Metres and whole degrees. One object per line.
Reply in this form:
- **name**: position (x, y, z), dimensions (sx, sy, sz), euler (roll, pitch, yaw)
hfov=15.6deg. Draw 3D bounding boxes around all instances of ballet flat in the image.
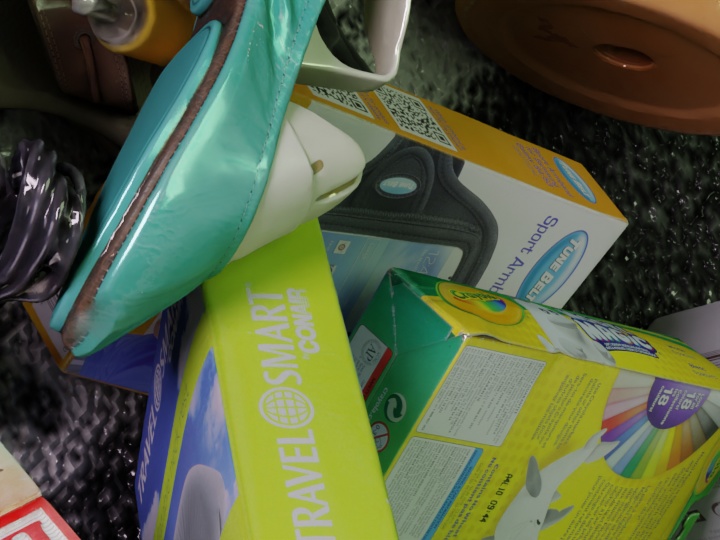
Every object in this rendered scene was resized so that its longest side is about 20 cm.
- **ballet flat**: position (-0.024, -0.057, 0.747), dimensions (0.070, 0.067, 0.201), euler (24, 65, -13)

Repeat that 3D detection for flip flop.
- **flip flop**: position (-0.084, -0.078, 0.853), dimensions (0.200, 0.057, 0.082), euler (30, 56, -38)

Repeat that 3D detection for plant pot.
- **plant pot**: position (0.122, -0.142, 1.018), dimensions (0.200, 0.199, 0.141), euler (29, 73, -39)

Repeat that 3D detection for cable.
- **cable**: position (-0.034, -0.086, 0.865), dimensions (0.200, 0.050, 0.098), euler (48, 54, -61)

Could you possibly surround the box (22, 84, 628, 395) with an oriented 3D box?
- **box**: position (0.000, 0.000, 0.876), dimensions (0.199, 0.119, 0.042), euler (19, 26, -41)

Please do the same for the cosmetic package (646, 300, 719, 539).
- **cosmetic package**: position (0.189, 0.114, 1.074), dimensions (0.200, 0.081, 0.113), euler (50, 46, -26)

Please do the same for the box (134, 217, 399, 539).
- **box**: position (-0.030, 0.075, 0.759), dimensions (0.047, 0.122, 0.201), euler (2, 40, -14)

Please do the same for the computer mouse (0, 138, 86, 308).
- **computer mouse**: position (-0.142, -0.071, 0.748), dimensions (0.053, 0.138, 0.201), euler (-26, 85, -41)

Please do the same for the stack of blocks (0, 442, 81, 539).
- **stack of blocks**: position (-0.145, 0.131, 0.649), dimensions (0.199, 0.059, 0.115), euler (-25, 63, -37)

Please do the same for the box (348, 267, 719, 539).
- **box**: position (0.057, 0.071, 0.911), dimensions (0.199, 0.048, 0.118), euler (15, 110, -48)
